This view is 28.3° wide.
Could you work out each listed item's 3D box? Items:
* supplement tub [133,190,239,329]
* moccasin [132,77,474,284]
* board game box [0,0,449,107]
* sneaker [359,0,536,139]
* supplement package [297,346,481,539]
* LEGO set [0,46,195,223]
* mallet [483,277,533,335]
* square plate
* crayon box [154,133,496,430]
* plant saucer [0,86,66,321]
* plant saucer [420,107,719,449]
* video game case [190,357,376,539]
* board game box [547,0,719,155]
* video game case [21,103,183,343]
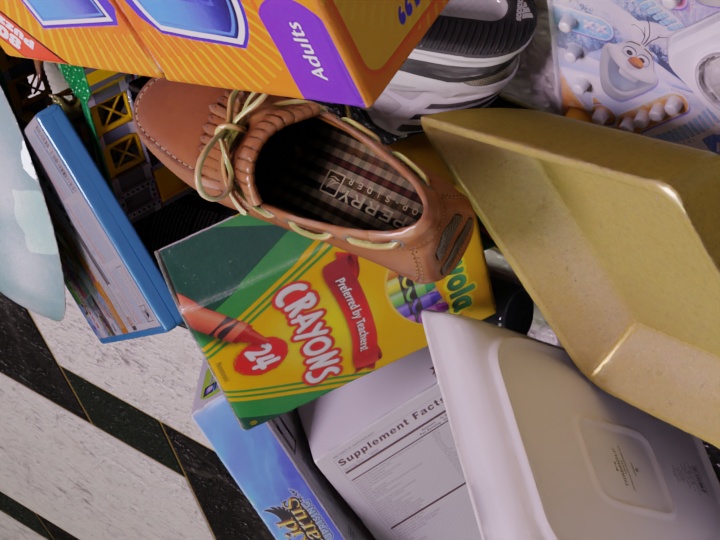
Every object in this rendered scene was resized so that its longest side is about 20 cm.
[{"bbox_3d":[-0.074,-0.012,0.946,0.199,0.123,0.123,15,148,39],"label":"supplement tub"},{"bbox_3d":[-0.039,-0.054,0.714,0.201,0.074,0.078,33,178,29],"label":"moccasin"},{"bbox_3d":[-0.056,-0.207,0.493,0.198,0.201,0.201,13,147,39],"label":"board game box"},{"bbox_3d":[-0.020,-0.110,0.712,0.198,0.076,0.116,11,154,-1],"label":"sneaker"},{"bbox_3d":[0.048,0.132,1.009,0.201,0.113,0.110,56,-175,-35],"label":"supplement package"},{"bbox_3d":[-0.147,-0.127,0.888,0.199,0.115,0.155,25,139,51],"label":"LEGO set"},{"bbox_3d":[0.099,0.068,0.972,0.065,0.041,0.201,18,153,31],"label":"mallet"},{"bbox_3d":[0.136,0.112,0.777,0.196,0.201,0.028,17,131,-30],"label":"square plate"},{"bbox_3d":[0.000,0.000,0.797,0.051,0.198,0.127,61,175,38],"label":"crayon box"},{"bbox_3d":[-0.245,-0.056,0.923,0.201,0.038,0.202,49,151,39],"label":"plant saucer"},{"bbox_3d":[0.139,0.001,0.680,0.201,0.048,0.200,54,167,-29],"label":"plant saucer"},{"bbox_3d":[-0.043,0.133,1.008,0.201,0.045,0.182,58,-171,-16],"label":"video game case"},{"bbox_3d":[0.167,-0.082,0.633,0.198,0.026,0.201,23,152,27],"label":"board game box"},{"bbox_3d":[-0.175,-0.022,0.898,0.144,0.018,0.200,59,159,-7],"label":"video game case"}]
